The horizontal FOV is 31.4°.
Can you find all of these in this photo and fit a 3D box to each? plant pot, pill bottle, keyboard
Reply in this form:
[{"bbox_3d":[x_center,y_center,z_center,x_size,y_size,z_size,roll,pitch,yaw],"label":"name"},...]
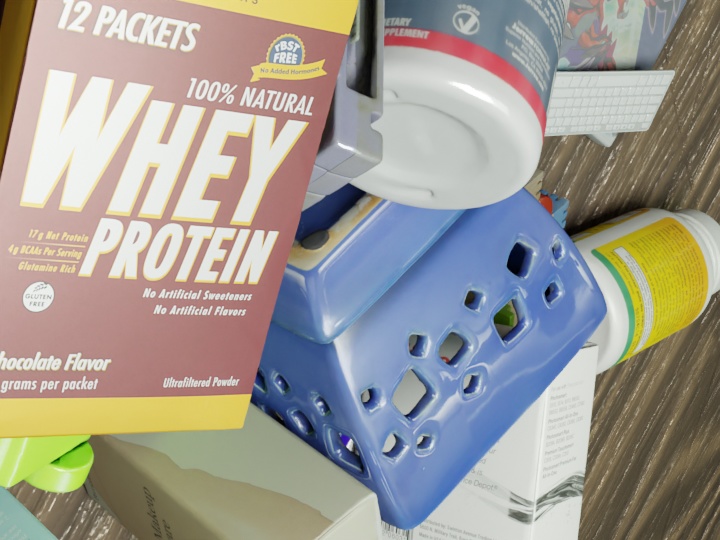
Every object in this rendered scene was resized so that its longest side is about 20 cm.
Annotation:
[{"bbox_3d":[0.000,0.000,0.766,0.200,0.199,0.180,-44,133,-22],"label":"plant pot"},{"bbox_3d":[0.233,0.010,1.104,0.199,0.112,0.114,-21,128,-41],"label":"pill bottle"},{"bbox_3d":[0.047,-0.144,0.650,0.120,0.119,0.201,51,45,-51],"label":"pill bottle"},{"bbox_3d":[0.164,-0.128,0.981,0.199,0.011,0.057,-7,137,-36],"label":"keyboard"}]

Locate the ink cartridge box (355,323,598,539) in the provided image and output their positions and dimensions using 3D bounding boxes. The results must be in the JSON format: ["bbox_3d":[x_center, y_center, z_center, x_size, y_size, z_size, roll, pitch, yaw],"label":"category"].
[{"bbox_3d":[0.074,0.136,0.876,0.084,0.145,0.202,-2,100,-54],"label":"ink cartridge box"}]

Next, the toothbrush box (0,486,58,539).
[{"bbox_3d":[-0.208,0.181,0.629,0.146,0.199,0.086,-46,140,-19],"label":"toothbrush box"}]

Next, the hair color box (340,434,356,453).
[{"bbox_3d":[-0.047,0.205,0.944,0.201,0.065,0.109,-57,142,-3],"label":"hair color box"}]

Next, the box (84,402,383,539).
[{"bbox_3d":[-0.082,0.130,0.742,0.078,0.199,0.096,-35,135,-30],"label":"box"}]

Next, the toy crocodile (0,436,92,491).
[{"bbox_3d":[-0.142,0.057,0.672,0.068,0.061,0.200,-65,169,23],"label":"toy crocodile"}]

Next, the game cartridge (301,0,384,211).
[{"bbox_3d":[-0.037,-0.119,0.595,0.038,0.129,0.202,19,61,-36],"label":"game cartridge"}]

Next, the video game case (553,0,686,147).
[{"bbox_3d":[0.189,-0.210,0.987,0.200,0.023,0.183,25,93,-53],"label":"video game case"}]

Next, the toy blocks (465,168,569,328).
[{"bbox_3d":[0.104,-0.017,0.964,0.137,0.099,0.201,-38,142,-43],"label":"toy blocks"}]

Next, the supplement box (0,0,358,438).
[{"bbox_3d":[-0.129,-0.063,0.549,0.132,0.200,0.199,3,111,-39],"label":"supplement box"}]
